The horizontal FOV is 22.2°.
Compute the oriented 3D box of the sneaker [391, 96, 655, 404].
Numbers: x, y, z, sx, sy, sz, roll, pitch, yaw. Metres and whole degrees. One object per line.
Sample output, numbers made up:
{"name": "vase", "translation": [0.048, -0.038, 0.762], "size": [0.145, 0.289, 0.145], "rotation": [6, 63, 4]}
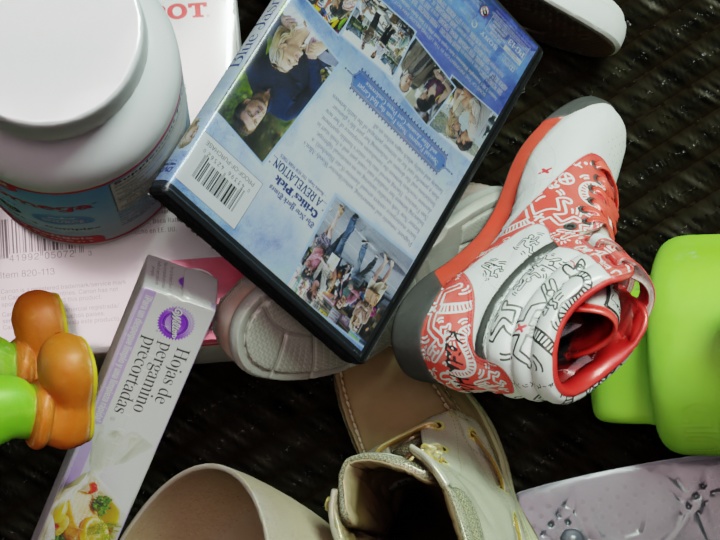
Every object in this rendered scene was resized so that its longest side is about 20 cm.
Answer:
{"name": "sneaker", "translation": [0.112, -0.010, 0.928], "size": [0.108, 0.067, 0.201], "rotation": [11, 47, 40]}

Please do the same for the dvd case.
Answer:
{"name": "dvd case", "translation": [0.000, -0.075, 0.894], "size": [0.143, 0.018, 0.200], "rotation": [42, 67, -30]}

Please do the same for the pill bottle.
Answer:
{"name": "pill bottle", "translation": [-0.134, -0.081, 0.837], "size": [0.108, 0.200, 0.109], "rotation": [0, 80, -3]}

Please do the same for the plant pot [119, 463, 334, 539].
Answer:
{"name": "plant pot", "translation": [-0.043, 0.210, 0.897], "size": [0.134, 0.200, 0.201], "rotation": [22, 78, -28]}

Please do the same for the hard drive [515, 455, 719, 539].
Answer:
{"name": "hard drive", "translation": [0.187, 0.166, 0.975], "size": [0.199, 0.042, 0.135], "rotation": [-7, 81, -3]}

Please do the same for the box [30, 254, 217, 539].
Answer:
{"name": "box", "translation": [-0.125, 0.090, 0.923], "size": [0.039, 0.041, 0.200], "rotation": [20, 110, -12]}

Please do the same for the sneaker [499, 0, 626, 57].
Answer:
{"name": "sneaker", "translation": [0.072, -0.197, 1.015], "size": [0.200, 0.073, 0.085], "rotation": [32, 79, -3]}

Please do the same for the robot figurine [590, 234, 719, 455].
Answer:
{"name": "robot figurine", "translation": [0.220, 0.038, 0.947], "size": [0.199, 0.175, 0.116], "rotation": [-2, 97, 19]}

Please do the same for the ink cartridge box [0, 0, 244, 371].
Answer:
{"name": "ink cartridge box", "translation": [-0.130, -0.050, 0.977], "size": [0.146, 0.083, 0.201], "rotation": [-4, 81, -4]}

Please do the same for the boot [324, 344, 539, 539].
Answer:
{"name": "boot", "translation": [0.024, 0.101, 0.906], "size": [0.072, 0.155, 0.200], "rotation": [-33, 65, 11]}

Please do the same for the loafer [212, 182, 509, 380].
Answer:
{"name": "loafer", "translation": [0.000, 0.000, 0.956], "size": [0.200, 0.063, 0.072], "rotation": [-22, 125, -34]}

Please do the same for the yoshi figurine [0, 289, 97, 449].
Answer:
{"name": "yoshi figurine", "translation": [-0.229, 0.043, 0.845], "size": [0.199, 0.112, 0.112], "rotation": [-9, 65, -20]}
